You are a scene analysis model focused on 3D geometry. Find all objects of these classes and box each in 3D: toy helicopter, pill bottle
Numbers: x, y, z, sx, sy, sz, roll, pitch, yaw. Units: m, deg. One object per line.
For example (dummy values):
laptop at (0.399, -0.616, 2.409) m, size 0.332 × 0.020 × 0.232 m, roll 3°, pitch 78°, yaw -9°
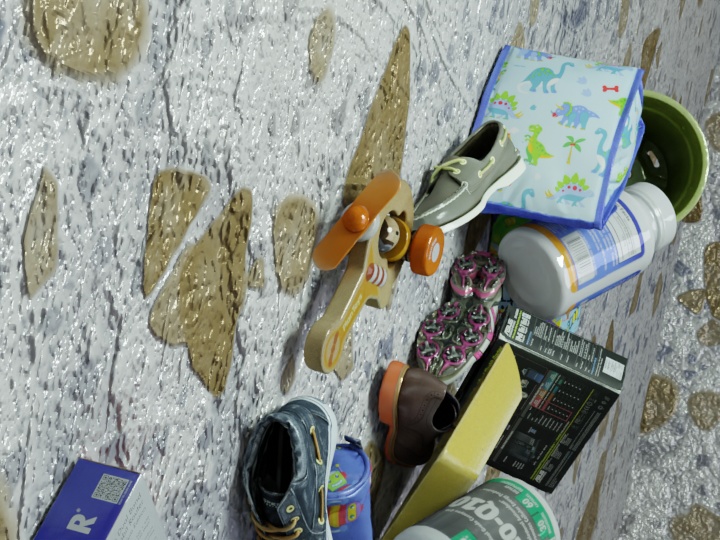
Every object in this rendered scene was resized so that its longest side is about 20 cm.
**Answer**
toy helicopter at (0.000, 0.000, 1.498) m, size 0.132 × 0.079 × 0.200 m, roll 76°, pitch 35°, yaw -52°
pill bottle at (0.263, -0.029, 1.953) m, size 0.200 × 0.112 × 0.112 m, roll -25°, pitch 131°, yaw -32°
pill bottle at (0.097, 0.290, 1.694) m, size 0.200 × 0.113 × 0.113 m, roll -24°, pitch 127°, yaw -43°

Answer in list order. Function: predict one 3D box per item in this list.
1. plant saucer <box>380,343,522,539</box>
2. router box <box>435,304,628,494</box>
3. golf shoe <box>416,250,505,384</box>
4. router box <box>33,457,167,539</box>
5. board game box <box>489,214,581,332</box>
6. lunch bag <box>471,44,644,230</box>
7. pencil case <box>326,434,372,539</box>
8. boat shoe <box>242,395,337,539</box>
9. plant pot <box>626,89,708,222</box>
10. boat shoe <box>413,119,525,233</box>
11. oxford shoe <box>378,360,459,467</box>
plant saucer at (0.103, 0.204, 1.836) m, size 0.200 × 0.048 × 0.200 m, roll -53°, pitch 174°, yaw -46°
router box at (0.192, 0.148, 1.938) m, size 0.062 × 0.150 × 0.200 m, roll -67°, pitch -177°, yaw -47°
golf shoe at (0.115, 0.069, 1.887) m, size 0.200 × 0.072 × 0.092 m, roll -58°, pitch 155°, yaw -47°
router box at (-0.188, 0.257, 1.130) m, size 0.180 × 0.049 × 0.200 m, roll 80°, pitch 28°, yaw -49°
board game box at (0.218, -0.020, 2.088) m, size 0.105 × 0.103 × 0.201 m, roll -32°, pitch 131°, yaw -64°
lunch bag at (0.212, -0.134, 1.898) m, size 0.128 × 0.170 × 0.200 m, roll 78°, pitch 29°, yaw -49°
pencil case at (-0.027, 0.246, 1.567) m, size 0.078 × 0.087 × 0.200 m, roll -16°, pitch 127°, yaw -19°
boat shoe at (-0.067, 0.209, 1.445) m, size 0.091 × 0.071 × 0.201 m, roll -12°, pitch 106°, yaw -69°
plant pot at (0.379, -0.143, 2.416) m, size 0.190 × 0.199 × 0.201 m, roll 23°, pitch 79°, yaw -85°
boat shoe at (0.102, -0.092, 1.760) m, size 0.202 × 0.072 × 0.060 m, roll -41°, pitch 115°, yaw -48°
oxford shoe at (0.066, 0.162, 1.791) m, size 0.200 × 0.072 × 0.071 m, roll 73°, pitch 32°, yaw -63°
